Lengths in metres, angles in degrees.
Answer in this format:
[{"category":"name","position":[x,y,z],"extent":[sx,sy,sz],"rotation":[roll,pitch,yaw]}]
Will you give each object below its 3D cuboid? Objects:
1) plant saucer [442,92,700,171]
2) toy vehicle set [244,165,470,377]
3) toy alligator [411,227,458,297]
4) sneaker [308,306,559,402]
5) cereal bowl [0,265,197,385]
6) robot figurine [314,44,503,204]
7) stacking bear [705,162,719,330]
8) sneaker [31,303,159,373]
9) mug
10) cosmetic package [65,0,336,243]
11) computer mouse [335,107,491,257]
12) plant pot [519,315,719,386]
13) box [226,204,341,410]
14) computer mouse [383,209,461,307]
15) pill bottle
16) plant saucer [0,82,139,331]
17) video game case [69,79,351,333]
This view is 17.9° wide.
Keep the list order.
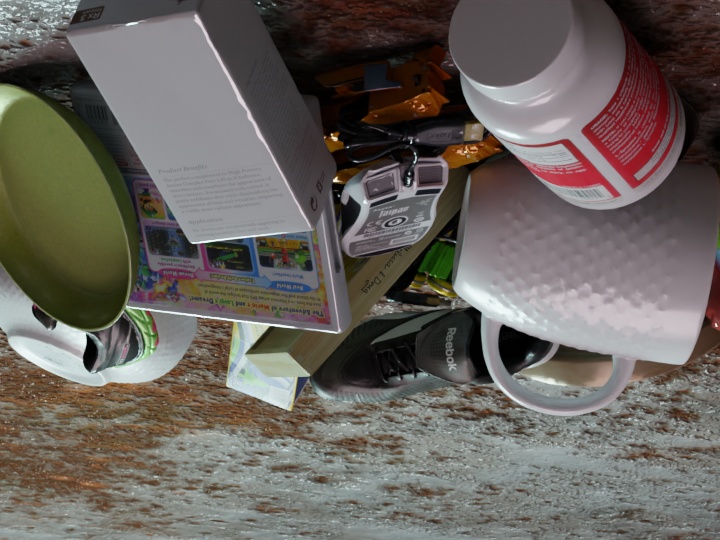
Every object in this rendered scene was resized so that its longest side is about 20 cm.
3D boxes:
[{"category":"plant saucer","position":[0.155,-0.094,1.715],"extent":[0.200,0.035,0.200],"rotation":[1,161,0]},{"category":"toy vehicle set","position":[0.000,0.000,1.750],"extent":[0.027,0.200,0.124],"rotation":[44,167,-11]},{"category":"toy alligator","position":[0.081,-0.014,1.941],"extent":[0.200,0.059,0.054],"rotation":[13,-158,-40]},{"category":"sneaker","position":[0.057,0.060,1.748],"extent":[0.200,0.067,0.091],"rotation":[-10,180,0]},{"category":"cereal bowl","position":[-0.248,0.044,1.996],"extent":[0.200,0.083,0.200],"rotation":[20,161,7]},{"category":"robot figurine","position":[-0.003,-0.101,1.658],"extent":[0.200,0.058,0.145],"rotation":[-12,149,34]},{"category":"stacking bear","position":[0.306,-0.056,1.705],"extent":[0.114,0.122,0.200],"rotation":[-16,153,-5]},{"category":"sneaker","position":[-0.236,0.003,1.852],"extent":[0.084,0.200,0.077],"rotation":[-31,-157,-7]},{"category":"mug","position":[0.156,0.009,1.668],"extent":[0.175,0.200,0.148],"rotation":[9,-169,-1]},{"category":"cosmetic package","position":[-0.102,-0.112,1.512],"extent":[0.102,0.074,0.200],"rotation":[-6,133,23]},{"category":"computer mouse","position":[0.021,-0.065,1.595],"extent":[0.110,0.044,0.200],"rotation":[-13,161,-16]},{"category":"plant pot","position":[0.202,0.005,1.850],"extent":[0.201,0.093,0.201],"rotation":[-10,-155,5]},{"category":"box","position":[-0.062,0.020,1.880],"extent":[0.064,0.070,0.200],"rotation":[21,137,9]},{"category":"computer mouse","position":[0.105,-0.017,1.785],"extent":[0.200,0.140,0.046],"rotation":[10,129,35]},{"category":"pill bottle","position":[0.134,-0.122,1.506],"extent":[0.112,0.112,0.200],"rotation":[-6,159,24]},{"category":"plant saucer","position":[-0.226,-0.051,1.699],"extent":[0.031,0.200,0.200],"rotation":[-31,-177,-35]},{"category":"video game case","position":[-0.109,-0.047,1.657],"extent":[0.200,0.024,0.182],"rotation":[6,120,27]}]
